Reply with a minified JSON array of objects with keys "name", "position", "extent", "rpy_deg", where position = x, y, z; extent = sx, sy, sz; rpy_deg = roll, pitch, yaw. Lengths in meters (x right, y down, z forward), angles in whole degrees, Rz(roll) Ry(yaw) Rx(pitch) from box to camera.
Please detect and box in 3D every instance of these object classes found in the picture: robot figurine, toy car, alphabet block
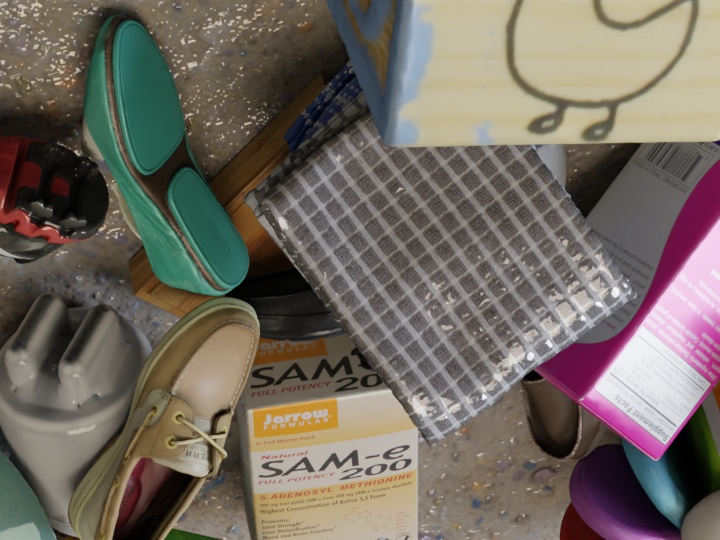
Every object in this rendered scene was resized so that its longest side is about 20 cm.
[{"name":"robot figurine","position":[-0.188,0.106,1.589],"extent":[0.169,0.113,0.201],"rpy_deg":[15,140,20]},{"name":"toy car","position":[0.224,0.175,1.726],"extent":[0.149,0.176,0.201],"rpy_deg":[-1,135,-12]},{"name":"alphabet block","position":[0.098,-0.196,1.284],"extent":[0.199,0.197,0.196],"rpy_deg":[-3,128,-13]}]

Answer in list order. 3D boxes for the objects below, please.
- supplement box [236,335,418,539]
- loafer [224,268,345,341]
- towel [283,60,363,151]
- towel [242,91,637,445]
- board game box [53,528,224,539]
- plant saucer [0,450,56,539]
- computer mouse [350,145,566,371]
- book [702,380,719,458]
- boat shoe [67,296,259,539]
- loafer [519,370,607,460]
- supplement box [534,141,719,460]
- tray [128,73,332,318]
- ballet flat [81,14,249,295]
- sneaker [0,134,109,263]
[{"name":"supplement box","position":[-0.024,0.133,1.689],"extent":[0.125,0.074,0.201],"rpy_deg":[-8,136,-6]},{"name":"loafer","position":[0.000,0.000,1.502],"extent":[0.200,0.068,0.071],"rpy_deg":[-8,112,23]},{"name":"towel","position":[0.062,-0.114,1.467],"extent":[0.200,0.024,0.145],"rpy_deg":[-47,129,13]},{"name":"towel","position":[0.047,-0.018,1.404],"extent":[0.165,0.086,0.200],"rpy_deg":[-37,95,3]},{"name":"board game box","position":[-0.162,0.201,1.648],"extent":[0.199,0.096,0.030],"rpy_deg":[16,99,-4]},{"name":"plant saucer","position":[-0.290,0.184,1.602],"extent":[0.036,0.200,0.201],"rpy_deg":[-38,156,-43]},{"name":"computer mouse","position":[0.080,-0.010,1.564],"extent":[0.200,0.044,0.110],"rpy_deg":[-49,166,29]},{"name":"book","position":[0.277,0.063,1.607],"extent":[0.048,0.201,0.134],"rpy_deg":[-2,135,-13]},{"name":"boat shoe","position":[-0.118,0.112,1.502],"extent":[0.074,0.066,0.201],"rpy_deg":[16,113,-36]},{"name":"loafer","position":[0.131,0.061,1.648],"extent":[0.071,0.073,0.201],"rpy_deg":[-32,134,-29]},{"name":"supplement box","position":[0.203,0.008,1.548],"extent":[0.200,0.101,0.103],"rpy_deg":[-52,130,0]},{"name":"tray","position":[-0.053,-0.035,1.539],"extent":[0.098,0.037,0.200],"rpy_deg":[27,122,-35]},{"name":"ballet flat","position":[-0.138,-0.066,1.455],"extent":[0.070,0.067,0.201],"rpy_deg":[-3,125,35]},{"name":"sneaker","position":[-0.259,-0.062,1.428],"extent":[0.200,0.071,0.098],"rpy_deg":[27,142,-21]}]
